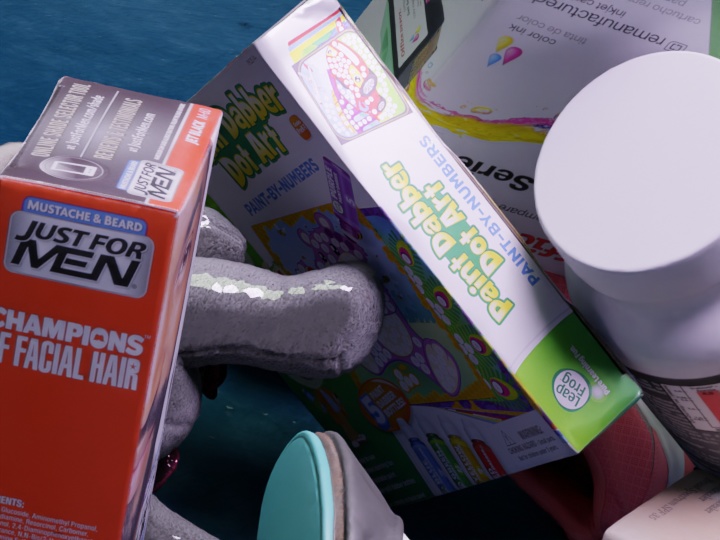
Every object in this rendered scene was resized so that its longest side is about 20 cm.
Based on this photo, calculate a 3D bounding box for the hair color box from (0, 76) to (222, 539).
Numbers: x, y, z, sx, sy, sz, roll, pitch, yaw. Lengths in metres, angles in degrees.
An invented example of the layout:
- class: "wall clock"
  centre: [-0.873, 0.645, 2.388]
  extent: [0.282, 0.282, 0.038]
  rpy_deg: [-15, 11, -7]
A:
- class: "hair color box"
  centre: [-0.098, 0.048, 0.872]
  extent: [0.063, 0.201, 0.111]
  rpy_deg: [11, 21, 0]

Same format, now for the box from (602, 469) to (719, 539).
- class: "box"
  centre: [0.190, 0.159, 0.983]
  extent: [0.199, 0.078, 0.095]
  rpy_deg: [22, 23, 25]

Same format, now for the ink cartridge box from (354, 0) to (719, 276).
- class: "ink cartridge box"
  centre: [0.090, -0.088, 1.049]
  extent: [0.144, 0.200, 0.084]
  rpy_deg: [16, 54, -22]

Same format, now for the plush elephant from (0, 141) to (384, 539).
- class: "plush elephant"
  centre: [-0.113, 0.036, 1.020]
  extent: [0.199, 0.166, 0.155]
  rpy_deg: [18, 9, -12]

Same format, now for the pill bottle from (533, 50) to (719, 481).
- class: "pill bottle"
  centre: [0.149, 0.007, 1.011]
  extent: [0.116, 0.116, 0.200]
  rpy_deg: [30, -10, 39]

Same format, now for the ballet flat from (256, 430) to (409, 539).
- class: "ballet flat"
  centre: [-0.002, 0.131, 0.829]
  extent: [0.068, 0.068, 0.201]
  rpy_deg: [24, 31, -13]

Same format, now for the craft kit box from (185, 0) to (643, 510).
- class: "craft kit box"
  centre: [0.000, 0.000, 1.038]
  extent: [0.048, 0.198, 0.200]
  rpy_deg: [-38, 3, -23]

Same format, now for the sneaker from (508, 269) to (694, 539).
- class: "sneaker"
  centre: [0.070, 0.035, 1.129]
  extent: [0.201, 0.074, 0.087]
  rpy_deg: [52, 35, 1]
